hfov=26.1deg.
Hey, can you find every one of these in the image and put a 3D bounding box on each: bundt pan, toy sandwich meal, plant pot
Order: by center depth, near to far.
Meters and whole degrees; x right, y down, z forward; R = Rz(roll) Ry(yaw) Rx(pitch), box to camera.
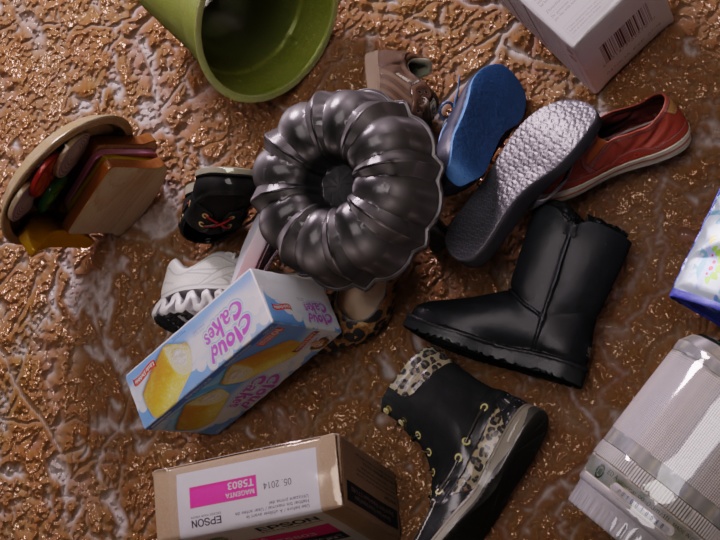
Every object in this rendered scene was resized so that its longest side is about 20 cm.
[{"bbox_3d":[-0.023,-0.083,1.496,0.199,0.076,0.205,-4,82,27],"label":"bundt pan"},{"bbox_3d":[-0.305,-0.086,1.707,0.070,0.205,0.205,44,91,16],"label":"toy sandwich meal"},{"bbox_3d":[-0.158,-0.315,1.747,0.189,0.200,0.201,31,85,41],"label":"plant pot"}]

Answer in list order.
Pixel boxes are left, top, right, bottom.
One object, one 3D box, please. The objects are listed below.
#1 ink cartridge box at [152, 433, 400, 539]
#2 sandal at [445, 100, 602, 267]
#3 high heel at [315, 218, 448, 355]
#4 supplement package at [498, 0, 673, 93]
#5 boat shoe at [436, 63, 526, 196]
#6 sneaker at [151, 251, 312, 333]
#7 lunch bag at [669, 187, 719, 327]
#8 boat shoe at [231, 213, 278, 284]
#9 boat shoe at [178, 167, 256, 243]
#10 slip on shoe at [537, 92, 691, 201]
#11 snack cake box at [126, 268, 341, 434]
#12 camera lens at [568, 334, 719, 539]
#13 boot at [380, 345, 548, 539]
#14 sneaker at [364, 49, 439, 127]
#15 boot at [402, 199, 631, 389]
[{"bbox_3d":[-0.080,0.230,1.519,0.198,0.165,0.076,-13,67,18],"label":"ink cartridge box"},{"bbox_3d":[0.161,-0.087,1.533,0.200,0.043,0.076,-48,45,12],"label":"sandal"},{"bbox_3d":[0.000,0.000,1.578,0.200,0.143,0.071,-45,63,2],"label":"high heel"},{"bbox_3d":[0.210,-0.305,1.615,0.117,0.117,0.200,-42,62,4],"label":"supplement package"},{"bbox_3d":[0.107,-0.146,1.590,0.084,0.200,0.069,47,131,-6],"label":"boat shoe"},{"bbox_3d":[-0.131,0.015,1.672,0.197,0.075,0.082,-5,61,20],"label":"sneaker"},{"bbox_3d":[0.407,-0.007,1.426,0.198,0.127,0.171,26,83,18],"label":"lunch bag"},{"bbox_3d":[-0.066,-0.061,1.611,0.067,0.072,0.202,29,84,-9],"label":"boat shoe"},{"bbox_3d":[-0.147,-0.070,1.643,0.073,0.201,0.064,7,80,-16],"label":"boat shoe"},{"bbox_3d":[0.232,-0.124,1.562,0.198,0.062,0.074,-21,34,11],"label":"slip on shoe"},{"bbox_3d":[-0.130,0.086,1.587,0.200,0.114,0.068,-40,60,26],"label":"snack cake box"},{"bbox_3d":[0.301,0.171,1.386,0.160,0.160,0.201,38,88,28],"label":"camera lens"},{"bbox_3d":[0.074,0.187,1.528,0.153,0.073,0.205,34,87,33],"label":"boot"},{"bbox_3d":[0.045,-0.164,1.594,0.074,0.071,0.201,-6,45,1],"label":"sneaker"},{"bbox_3d":[0.157,0.012,1.547,0.198,0.076,0.170,15,80,21],"label":"boot"}]
